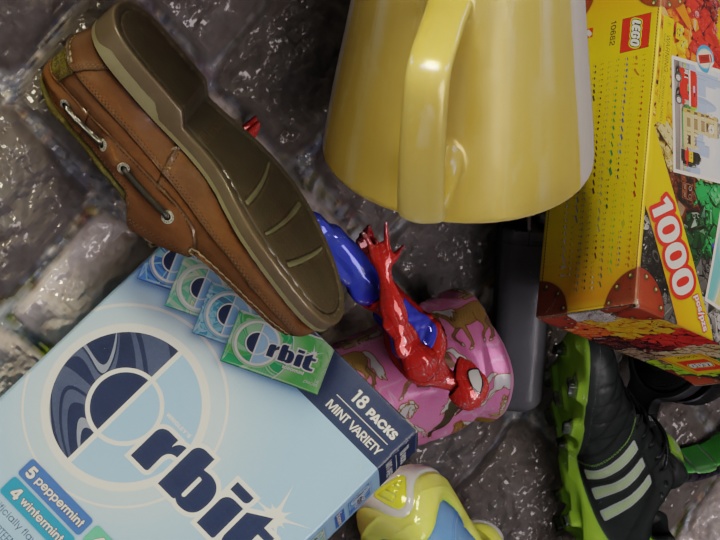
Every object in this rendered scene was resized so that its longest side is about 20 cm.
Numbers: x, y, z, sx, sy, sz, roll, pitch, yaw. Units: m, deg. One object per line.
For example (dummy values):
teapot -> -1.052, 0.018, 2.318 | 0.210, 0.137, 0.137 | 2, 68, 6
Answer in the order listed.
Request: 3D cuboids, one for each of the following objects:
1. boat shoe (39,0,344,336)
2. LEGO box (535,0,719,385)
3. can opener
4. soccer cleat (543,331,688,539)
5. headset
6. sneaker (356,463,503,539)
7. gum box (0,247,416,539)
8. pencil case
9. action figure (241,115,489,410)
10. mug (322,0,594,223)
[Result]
boat shoe -> -0.087, -0.042, 1.322 | 0.068, 0.072, 0.201 | -35, 92, 24
LEGO box -> 0.184, -0.050, 1.471 | 0.148, 0.077, 0.202 | 21, 69, -42
can opener -> 0.080, -0.017, 1.498 | 0.066, 0.053, 0.202 | 3, 109, 0
soccer cleat -> 0.157, 0.103, 1.550 | 0.080, 0.068, 0.201 | -12, 135, -5
headset -> 0.235, 0.051, 1.588 | 0.123, 0.094, 0.201 | -12, 125, -30
sneaker -> 0.056, 0.193, 1.486 | 0.075, 0.105, 0.200 | -32, 148, 6
gum box -> -0.099, 0.100, 1.341 | 0.200, 0.170, 0.045 | -44, 167, -11
pencil case -> -0.007, 0.080, 1.447 | 0.199, 0.086, 0.083 | -24, 91, -23
action figure -> 0.000, 0.000, 1.384 | 0.052, 0.065, 0.200 | -40, 99, -4
mug -> 0.063, -0.119, 1.336 | 0.148, 0.187, 0.154 | -8, 124, -18
